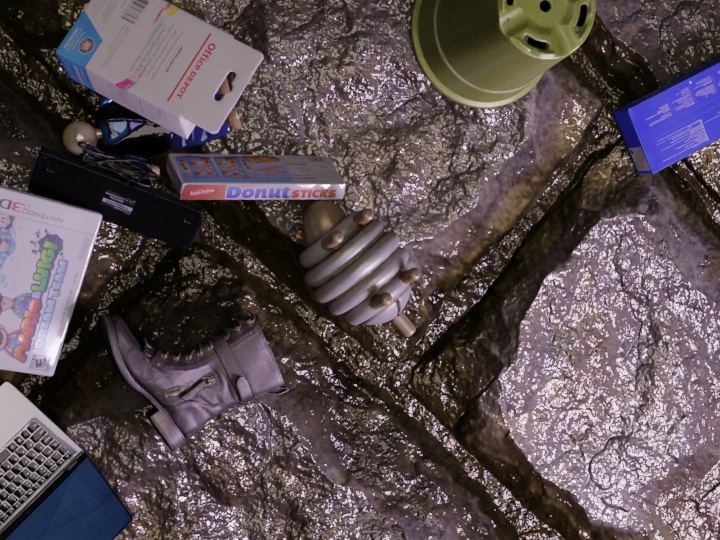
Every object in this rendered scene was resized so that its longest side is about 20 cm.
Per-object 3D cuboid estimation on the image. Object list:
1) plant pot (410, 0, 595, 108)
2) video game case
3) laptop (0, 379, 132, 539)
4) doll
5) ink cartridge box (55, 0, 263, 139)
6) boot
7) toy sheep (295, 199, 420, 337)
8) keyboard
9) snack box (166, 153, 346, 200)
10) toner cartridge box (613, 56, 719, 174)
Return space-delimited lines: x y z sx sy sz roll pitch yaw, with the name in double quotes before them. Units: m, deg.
"plant pot" 0.185 -0.303 1.228 0.200 0.190 0.201 -1 94 -16
"video game case" -0.398 0.009 1.132 0.182 0.024 0.200 15 95 -40
"laptop" -0.395 0.265 1.146 0.187 0.116 0.200 -45 104 -9
"doll" -0.246 -0.177 1.189 0.200 0.048 0.137 -18 98 -10
"ink cartridge box" -0.218 -0.229 1.142 0.200 0.068 0.115 28 75 4
"boot" -0.197 0.100 1.223 0.174 0.069 0.200 -34 106 -16
"toy sheep" 0.000 0.000 1.228 0.138 0.138 0.200 -35 93 -10
"keyboard" -0.273 -0.096 1.181 0.200 0.104 0.040 21 47 -17
"snack box" -0.121 -0.110 1.201 0.200 0.072 0.024 -2 126 -25
"toner cartridge box" 0.449 -0.215 1.384 0.200 0.043 0.095 -27 102 -12
